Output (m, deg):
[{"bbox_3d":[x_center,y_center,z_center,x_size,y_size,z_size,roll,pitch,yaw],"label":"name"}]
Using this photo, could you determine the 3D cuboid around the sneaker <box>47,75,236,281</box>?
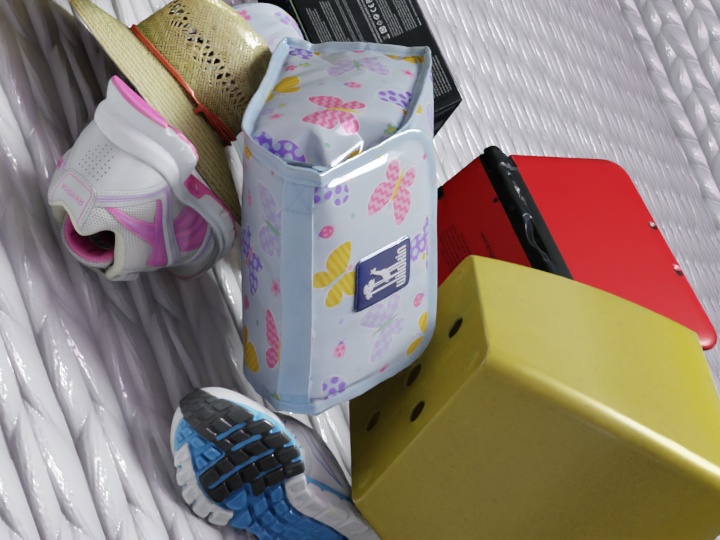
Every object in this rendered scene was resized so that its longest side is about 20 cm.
[{"bbox_3d":[-0.138,-0.036,1.071,0.081,0.088,0.200,41,-10,21],"label":"sneaker"}]

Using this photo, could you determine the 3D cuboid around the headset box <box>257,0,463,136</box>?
[{"bbox_3d":[-0.006,-0.177,1.450,0.200,0.092,0.175,138,-73,-82],"label":"headset box"}]

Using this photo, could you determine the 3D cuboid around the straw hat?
[{"bbox_3d":[-0.102,-0.130,1.158,0.201,0.085,0.201,52,-2,2],"label":"straw hat"}]

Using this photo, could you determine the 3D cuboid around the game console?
[{"bbox_3d":[0.138,0.014,1.352,0.119,0.172,0.200,32,27,-44],"label":"game console"}]

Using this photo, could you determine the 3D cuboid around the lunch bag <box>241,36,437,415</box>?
[{"bbox_3d":[-0.013,-0.028,1.098,0.200,0.126,0.170,-68,162,-61],"label":"lunch bag"}]

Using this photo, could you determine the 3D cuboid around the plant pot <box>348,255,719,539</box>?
[{"bbox_3d":[0.101,0.111,1.148,0.176,0.200,0.200,33,23,-18],"label":"plant pot"}]

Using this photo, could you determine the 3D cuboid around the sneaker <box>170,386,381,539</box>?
[{"bbox_3d":[-0.061,0.115,1.105,0.200,0.075,0.087,51,13,-49],"label":"sneaker"}]

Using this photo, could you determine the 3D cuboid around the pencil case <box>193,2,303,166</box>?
[{"bbox_3d":[-0.057,-0.100,1.292,0.083,0.090,0.201,74,-6,-56],"label":"pencil case"}]
